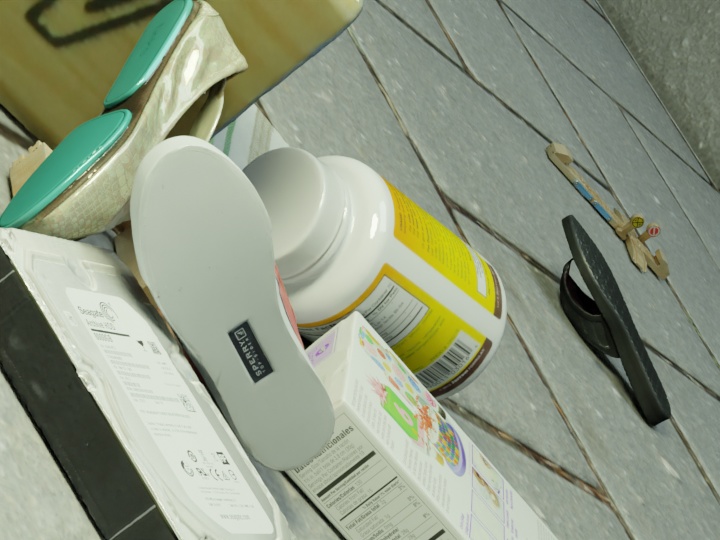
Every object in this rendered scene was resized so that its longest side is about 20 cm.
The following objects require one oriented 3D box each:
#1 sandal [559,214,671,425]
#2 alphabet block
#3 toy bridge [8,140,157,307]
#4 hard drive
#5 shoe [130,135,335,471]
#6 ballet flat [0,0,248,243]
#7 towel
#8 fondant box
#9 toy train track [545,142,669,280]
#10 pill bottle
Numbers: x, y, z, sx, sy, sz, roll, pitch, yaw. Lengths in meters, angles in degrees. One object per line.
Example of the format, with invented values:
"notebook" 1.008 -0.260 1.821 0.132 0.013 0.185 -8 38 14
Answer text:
"sandal" 0.213 0.048 2.348 0.201 0.048 0.075 66 14 2
"alphabet block" -0.137 -0.193 1.521 0.200 0.196 0.196 46 14 -24
"toy bridge" -0.118 -0.005 1.466 0.200 0.027 0.067 43 17 -34
"hard drive" -0.110 0.072 1.291 0.200 0.038 0.140 56 14 18
"shoe" -0.078 0.008 1.396 0.091 0.071 0.201 46 -19 59
"ballet flat" -0.115 -0.065 1.383 0.062 0.067 0.200 49 52 -21
"towel" -0.098 -0.095 1.755 0.200 0.031 0.149 51 17 -16
"fondant box" 0.037 0.135 1.554 0.200 0.058 0.144 50 15 -13
"toy train track" 0.270 -0.068 2.804 0.200 0.032 0.115 44 16 -25
"pill bottle" 0.000 0.000 1.655 0.200 0.109 0.110 37 21 -48
